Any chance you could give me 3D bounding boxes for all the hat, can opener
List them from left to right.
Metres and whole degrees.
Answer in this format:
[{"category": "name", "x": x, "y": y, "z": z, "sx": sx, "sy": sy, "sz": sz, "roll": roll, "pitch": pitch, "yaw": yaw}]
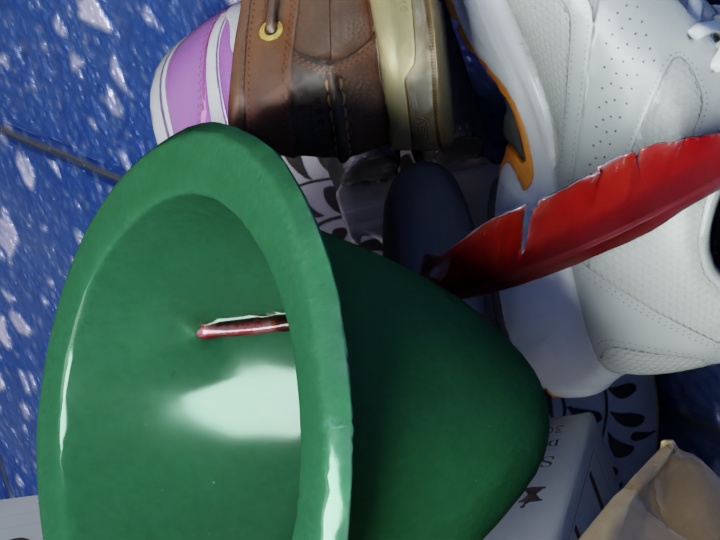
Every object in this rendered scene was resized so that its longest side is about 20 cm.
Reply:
[{"category": "can opener", "x": 0.014, "y": -0.049, "z": 0.880, "sx": 0.067, "sy": 0.052, "sz": 0.201, "roll": 104, "pitch": 152, "yaw": -63}, {"category": "hat", "x": 0.031, "y": 0.043, "z": 0.786, "sx": 0.200, "sy": 0.175, "sz": 0.166, "roll": -33, "pitch": 61, "yaw": 55}]

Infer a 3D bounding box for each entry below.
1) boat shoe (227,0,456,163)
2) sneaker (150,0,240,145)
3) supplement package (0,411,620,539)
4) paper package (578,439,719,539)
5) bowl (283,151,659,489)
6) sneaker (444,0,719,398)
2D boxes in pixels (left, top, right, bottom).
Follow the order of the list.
[{"category": "boat shoe", "x": -0.021, "y": -0.115, "z": 0.849, "sx": 0.072, "sy": 0.067, "sz": 0.201, "roll": 81, "pitch": 178, "yaw": -53}, {"category": "sneaker", "x": -0.001, "y": 0.000, "z": 0.993, "sx": 0.114, "sy": 0.073, "sz": 0.201, "roll": -22, "pitch": 96, "yaw": 58}, {"category": "supplement package", "x": -0.012, "y": 0.147, "z": 0.868, "sx": 0.199, "sy": 0.111, "sz": 0.156, "roll": -10, "pitch": 119, "yaw": 20}, {"category": "paper package", "x": 0.078, "y": 0.177, "z": 0.691, "sx": 0.200, "sy": 0.103, "sz": 0.191, "roll": 44, "pitch": 135, "yaw": 5}, {"category": "bowl", "x": -0.011, "y": 0.060, "z": 0.940, "sx": 0.200, "sy": 0.094, "sz": 0.201, "roll": 9, "pitch": 122, "yaw": 15}, {"category": "sneaker", "x": 0.080, "y": -0.066, "z": 0.821, "sx": 0.092, "sy": 0.076, "sz": 0.201, "roll": -5, "pitch": 103, "yaw": 28}]
